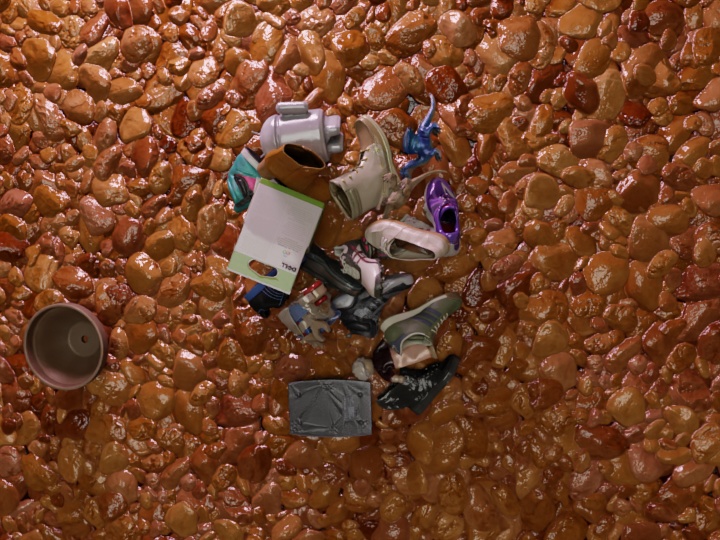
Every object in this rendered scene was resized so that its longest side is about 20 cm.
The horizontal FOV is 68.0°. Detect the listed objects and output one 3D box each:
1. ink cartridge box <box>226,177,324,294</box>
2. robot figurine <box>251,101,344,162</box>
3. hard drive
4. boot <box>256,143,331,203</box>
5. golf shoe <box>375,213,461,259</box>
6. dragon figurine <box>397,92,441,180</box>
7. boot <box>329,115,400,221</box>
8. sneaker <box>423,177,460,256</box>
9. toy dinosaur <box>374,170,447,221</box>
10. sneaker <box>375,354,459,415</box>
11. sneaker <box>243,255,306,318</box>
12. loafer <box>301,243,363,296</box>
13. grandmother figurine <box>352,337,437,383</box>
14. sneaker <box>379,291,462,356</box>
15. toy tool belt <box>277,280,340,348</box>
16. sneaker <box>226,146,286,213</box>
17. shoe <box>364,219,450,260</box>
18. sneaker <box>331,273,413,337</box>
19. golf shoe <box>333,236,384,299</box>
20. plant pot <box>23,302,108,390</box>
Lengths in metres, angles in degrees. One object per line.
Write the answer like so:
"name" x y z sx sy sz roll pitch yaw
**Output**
"ink cartridge box" -0.177 -0.068 1.123 0.145 0.076 0.204 21 83 -3
"robot figurine" -0.135 -0.290 1.173 0.195 0.114 0.172 -6 127 6
"hard drive" -0.070 0.320 1.256 0.195 0.042 0.138 -2 95 5
"boot" -0.109 -0.200 1.127 0.199 0.143 0.072 18 74 -35
"golf shoe" 0.125 -0.082 1.188 0.195 0.073 0.094 -8 93 6
"dragon figurine" 0.126 -0.286 1.173 0.097 0.059 0.205 -3 102 -2
"boot" -0.004 -0.223 1.157 0.153 0.072 0.204 -25 97 -26
"sneaker" 0.185 -0.127 1.139 0.079 0.084 0.203 -2 54 -5
"toy dinosaur" 0.090 -0.172 1.148 0.200 0.101 0.058 -46 62 5
"sneaker" 0.131 0.252 1.223 0.103 0.060 0.201 36 100 -2
"sneaker" -0.180 0.033 1.216 0.199 0.070 0.078 -37 100 29
"loafer" -0.077 0.005 1.204 0.199 0.071 0.064 37 115 25
"grandmother figurine" 0.074 0.203 1.217 0.196 0.123 0.061 -19 135 8
"sneaker" 0.148 0.125 1.177 0.197 0.068 0.091 -21 57 -8
"toy tool belt" -0.093 0.103 1.166 0.124 0.200 0.124 -38 90 -29
"sneaker" -0.228 -0.164 1.209 0.121 0.084 0.200 -42 95 11
"shoe" 0.086 -0.059 1.103 0.197 0.053 0.071 12 132 32
"sneaker" 0.039 0.083 1.213 0.196 0.076 0.116 -20 97 9
"golf shoe" 0.000 0.000 1.146 0.086 0.201 0.079 -6 121 -12
"plant pot" -0.683 0.174 1.274 0.196 0.093 0.206 0 94 6
